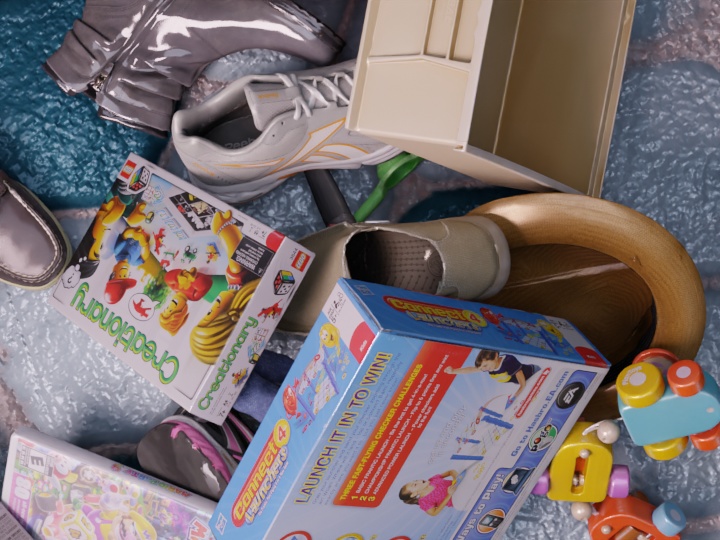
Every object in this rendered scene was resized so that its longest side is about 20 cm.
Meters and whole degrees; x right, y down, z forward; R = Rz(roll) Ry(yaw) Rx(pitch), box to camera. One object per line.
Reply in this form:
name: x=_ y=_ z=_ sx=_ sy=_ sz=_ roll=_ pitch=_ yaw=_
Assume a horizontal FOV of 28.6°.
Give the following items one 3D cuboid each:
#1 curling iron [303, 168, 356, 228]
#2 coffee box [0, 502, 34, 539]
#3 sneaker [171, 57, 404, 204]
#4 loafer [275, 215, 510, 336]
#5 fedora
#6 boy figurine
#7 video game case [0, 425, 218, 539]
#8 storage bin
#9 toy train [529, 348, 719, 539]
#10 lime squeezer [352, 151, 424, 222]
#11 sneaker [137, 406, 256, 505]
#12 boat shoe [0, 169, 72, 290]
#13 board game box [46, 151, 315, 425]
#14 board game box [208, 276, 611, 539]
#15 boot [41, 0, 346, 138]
curling iron: x=-0.018 y=-0.020 z=1.006 sx=0.049 sy=0.026 sz=0.201 roll=-25 pitch=76 yaw=24
coffee box: x=-0.272 y=0.236 z=0.974 sx=0.200 sy=0.080 sz=0.114 roll=49 pitch=121 yaw=1
sneaker: x=-0.037 y=-0.108 z=0.972 sx=0.199 sy=0.092 sz=0.076 roll=-23 pitch=69 yaw=6
loafer: x=0.000 y=0.000 z=0.938 sx=0.199 sy=0.068 sz=0.076 roll=-13 pitch=83 yaw=32
fedora: x=0.138 y=0.016 z=0.984 sx=0.199 sy=0.082 sz=0.202 roll=5 pitch=120 yaw=9
boy figurine: x=-0.018 y=0.103 z=0.987 sx=0.199 sy=0.125 sz=0.065 roll=28 pitch=111 yaw=-23
video game case: x=-0.160 y=0.203 z=0.980 sx=0.199 sy=0.018 sz=0.144 roll=20 pitch=116 yaw=9
storage bin: x=0.097 y=-0.161 z=0.937 sx=0.093 sy=0.200 sz=0.200 roll=10 pitch=88 yaw=34
toy train: x=0.200 y=0.125 z=0.965 sx=0.149 sy=0.056 sz=0.200 roll=22 pitch=130 yaw=-17
lime squeezer: x=0.018 y=-0.094 z=1.023 sx=0.070 sy=0.038 sz=0.201 roll=14 pitch=91 yaw=-2
sneaker: x=-0.065 y=0.165 z=0.998 sx=0.080 sy=0.086 sz=0.201 roll=-18 pitch=112 yaw=35
boat shoe: x=-0.295 y=-0.057 z=1.008 sx=0.200 sy=0.065 sz=0.073 roll=37 pitch=88 yaw=1
board game box: x=-0.127 y=0.006 z=0.959 sx=0.035 sy=0.200 sz=0.127 roll=30 pitch=88 yaw=-44
board game box: x=0.032 y=0.112 z=0.903 sx=0.195 sy=0.056 sz=0.201 roll=11 pitch=118 yaw=-37
boot: x=-0.119 y=-0.152 z=1.017 sx=0.199 sy=0.070 sz=0.132 roll=24 pitch=92 yaw=12
